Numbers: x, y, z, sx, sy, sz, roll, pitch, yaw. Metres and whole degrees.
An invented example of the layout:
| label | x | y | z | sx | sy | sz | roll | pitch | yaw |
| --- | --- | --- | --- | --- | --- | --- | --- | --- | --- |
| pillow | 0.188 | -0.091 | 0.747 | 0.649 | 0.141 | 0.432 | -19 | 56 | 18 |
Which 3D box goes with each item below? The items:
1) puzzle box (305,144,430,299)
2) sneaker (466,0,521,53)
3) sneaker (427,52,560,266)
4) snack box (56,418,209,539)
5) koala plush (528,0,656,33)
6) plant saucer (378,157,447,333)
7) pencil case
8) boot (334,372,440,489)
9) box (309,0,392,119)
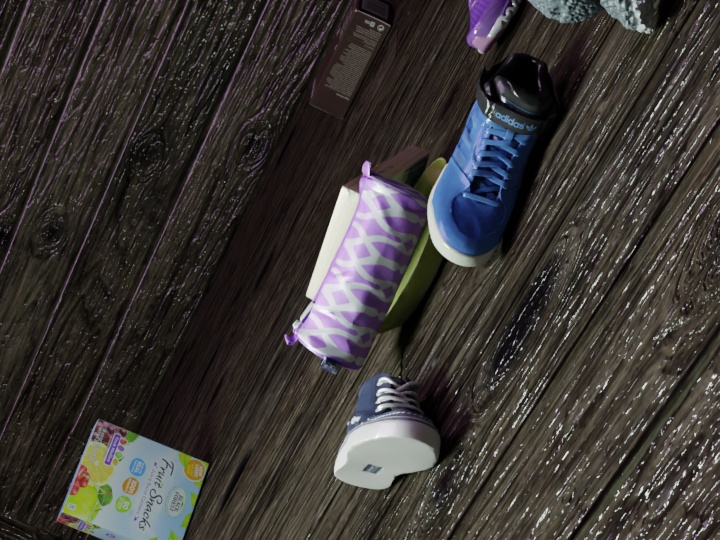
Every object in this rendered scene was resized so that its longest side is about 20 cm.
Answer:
| label | x | y | z | sx | sy | sz | roll | pitch | yaw |
| --- | --- | --- | --- | --- | --- | --- | --- | --- | --- |
| puzzle box | 0.011 | -0.052 | 1.609 | 0.200 | 0.025 | 0.134 | -35 | -33 | -61 |
| sneaker | 0.141 | -0.335 | 1.659 | 0.080 | 0.088 | 0.202 | -44 | 26 | 61 |
| sneaker | 0.118 | -0.106 | 1.296 | 0.112 | 0.076 | 0.201 | 112 | -178 | -54 |
| snack box | -0.366 | 0.358 | 2.403 | 0.068 | 0.198 | 0.170 | 132 | 158 | -59 |
| koala plush | 0.171 | -0.266 | 1.172 | 0.201 | 0.175 | 0.185 | -77 | 4 | -45 |
| plant saucer | 0.057 | -0.020 | 1.552 | 0.200 | 0.031 | 0.202 | -156 | 89 | -81 |
| pencil case | 0.000 | 0.000 | 1.477 | 0.202 | 0.085 | 0.084 | -65 | 9 | 3 |
| boot | 0.024 | 0.125 | 1.272 | 0.200 | 0.072 | 0.091 | 136 | 150 | -67 |
| box | -0.017 | -0.380 | 2.610 | 0.100 | 0.074 | 0.201 | -84 | 19 | -59 |
